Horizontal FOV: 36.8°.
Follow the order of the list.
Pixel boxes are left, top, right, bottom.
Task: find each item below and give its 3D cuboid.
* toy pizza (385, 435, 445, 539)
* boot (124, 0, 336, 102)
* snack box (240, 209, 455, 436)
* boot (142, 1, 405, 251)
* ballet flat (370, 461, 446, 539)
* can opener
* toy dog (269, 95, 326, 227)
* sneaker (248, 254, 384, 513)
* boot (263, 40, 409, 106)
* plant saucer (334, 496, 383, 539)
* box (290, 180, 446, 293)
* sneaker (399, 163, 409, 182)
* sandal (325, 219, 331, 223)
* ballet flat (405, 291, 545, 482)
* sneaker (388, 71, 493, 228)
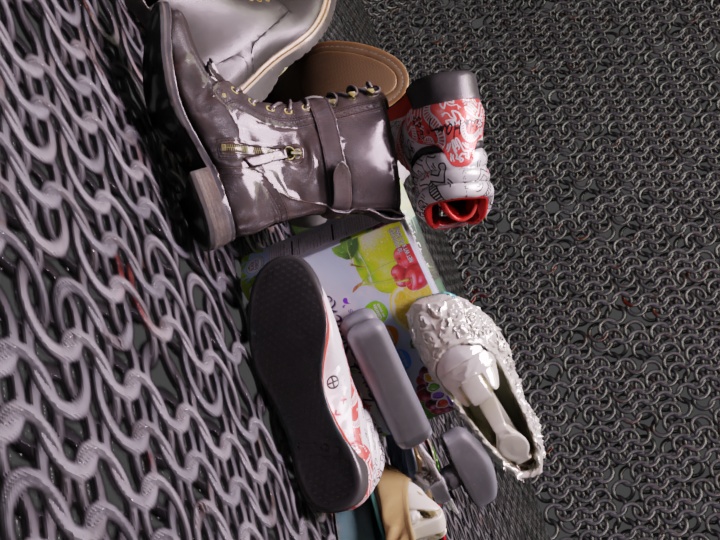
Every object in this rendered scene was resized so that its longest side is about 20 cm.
[{"bbox_3d":[0.055,0.202,1.064,0.200,0.032,0.201,169,-90,-85],"label":"toy pizza"},{"bbox_3d":[-0.104,-0.236,0.933,0.138,0.077,0.200,57,50,-38],"label":"boot"},{"bbox_3d":[0.003,0.051,0.923,0.053,0.142,0.200,-98,163,-58],"label":"snack box"},{"bbox_3d":[-0.062,-0.115,0.813,0.069,0.174,0.200,-9,-83,67],"label":"boot"},{"bbox_3d":[0.045,0.221,0.862,0.200,0.063,0.069,-97,170,-58],"label":"ballet flat"},{"bbox_3d":[0.046,0.117,0.894,0.200,0.066,0.053,61,-6,-20],"label":"can opener"},{"bbox_3d":[-0.042,-0.072,0.955,0.096,0.132,0.200,63,7,10],"label":"toy dog"},{"bbox_3d":[-0.034,0.092,0.867,0.108,0.067,0.202,33,40,-77],"label":"sneaker"},{"bbox_3d":[-0.028,-0.146,1.033,0.155,0.200,0.077,30,52,-64],"label":"boot"},{"bbox_3d":[0.028,0.270,0.941,0.200,0.027,0.200,-22,90,-81],"label":"plant saucer"},{"bbox_3d":[0.015,0.006,1.131,0.036,0.144,0.200,-34,105,-44],"label":"box"},{"bbox_3d":[0.012,-0.071,1.253,0.200,0.074,0.116,-31,107,-50],"label":"sneaker"},{"bbox_3d":[-0.006,0.003,0.960,0.059,0.079,0.207,42,-37,21],"label":"sandal"},{"bbox_3d":[0.106,0.102,0.900,0.200,0.072,0.072,55,15,-31],"label":"ballet flat"},{"bbox_3d":[0.058,-0.085,0.889,0.201,0.067,0.108,145,-62,-80],"label":"sneaker"}]
